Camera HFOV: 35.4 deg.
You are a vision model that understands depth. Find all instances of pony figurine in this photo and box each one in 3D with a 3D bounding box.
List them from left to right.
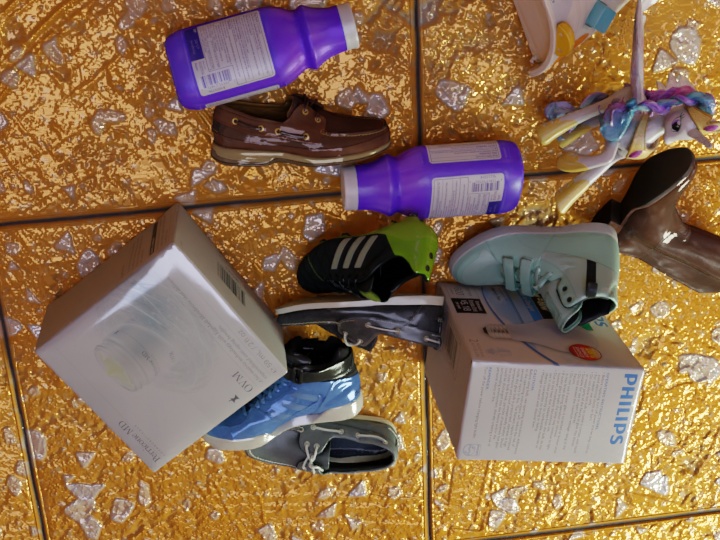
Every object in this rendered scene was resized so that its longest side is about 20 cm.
[{"bbox_3d":[0.291,-0.171,1.205,0.198,0.195,0.166,-22,131,31],"label":"pony figurine"}]

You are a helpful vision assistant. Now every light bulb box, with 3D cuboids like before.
[{"bbox_3d":[0.192,0.115,1.296,0.196,0.199,0.127,3,114,-10],"label":"light bulb box"}]

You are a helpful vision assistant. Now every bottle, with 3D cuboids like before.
[{"bbox_3d":[-0.101,-0.230,1.173,0.196,0.065,0.085,-16,88,-2],"label":"bottle"},{"bbox_3d":[0.078,-0.098,1.246,0.196,0.066,0.084,-5,145,-5],"label":"bottle"}]

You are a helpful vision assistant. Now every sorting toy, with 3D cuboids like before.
[{"bbox_3d":[0.235,-0.332,1.181,0.179,0.107,0.202,-33,115,-14],"label":"sorting toy"}]

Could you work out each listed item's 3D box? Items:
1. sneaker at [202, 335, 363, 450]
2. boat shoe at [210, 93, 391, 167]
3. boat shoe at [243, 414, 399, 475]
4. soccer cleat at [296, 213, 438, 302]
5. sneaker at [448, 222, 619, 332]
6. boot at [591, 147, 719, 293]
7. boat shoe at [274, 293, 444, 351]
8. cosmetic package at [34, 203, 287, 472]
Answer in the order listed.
[{"bbox_3d":[-0.097,0.136,1.327,0.196,0.077,0.113,-12,120,-8],"label":"sneaker"},{"bbox_3d":[-0.064,-0.153,1.213,0.196,0.072,0.069,-2,116,-5],"label":"boat shoe"},{"bbox_3d":[-0.048,0.214,1.378,0.196,0.062,0.074,2,113,-9],"label":"boat shoe"},{"bbox_3d":[0.000,0.000,1.245,0.198,0.082,0.067,-19,139,38],"label":"soccer cleat"},{"bbox_3d":[0.195,0.013,1.277,0.197,0.120,0.074,-8,141,14],"label":"sneaker"},{"bbox_3d":[0.391,-0.047,1.297,0.197,0.065,0.186,25,148,-14],"label":"boot"},{"bbox_3d":[-0.002,0.060,1.296,0.196,0.072,0.069,0,95,5],"label":"boat shoe"},{"bbox_3d":[-0.219,0.076,1.262,0.199,0.123,0.200,-36,113,9],"label":"cosmetic package"}]
